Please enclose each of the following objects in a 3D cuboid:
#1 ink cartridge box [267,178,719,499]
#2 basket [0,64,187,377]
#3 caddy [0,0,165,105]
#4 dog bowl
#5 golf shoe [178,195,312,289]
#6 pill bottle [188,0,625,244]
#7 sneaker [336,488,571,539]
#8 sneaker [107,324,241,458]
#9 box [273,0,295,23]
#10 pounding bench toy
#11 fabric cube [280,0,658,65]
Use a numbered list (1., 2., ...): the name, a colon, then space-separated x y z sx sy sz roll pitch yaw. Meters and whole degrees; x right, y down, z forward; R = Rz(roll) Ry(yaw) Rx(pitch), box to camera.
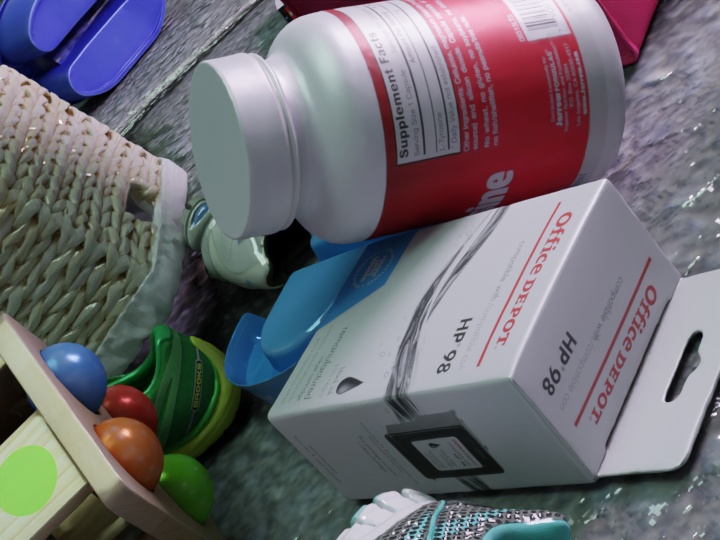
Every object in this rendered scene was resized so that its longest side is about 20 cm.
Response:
1. ink cartridge box: 0.063 0.031 0.648 0.199 0.067 0.116 -15 36 48
2. basket: -0.231 0.001 0.988 0.200 0.160 0.199 -49 21 18
3. caddy: -0.311 -0.274 1.615 0.104 0.142 0.201 1 49 53
4. dog bowl: 0.000 0.000 0.813 0.111 0.050 0.201 -19 34 46
5. golf shoe: -0.023 -0.067 0.957 0.097 0.078 0.201 28 78 46
6. pill bottle: 0.022 -0.077 0.726 0.197 0.114 0.112 -13 16 -21
7. sneaker: 0.014 0.127 0.508 0.090 0.079 0.200 -10 13 33
8. sneaker: -0.161 0.106 0.852 0.200 0.084 0.074 -43 25 2
9. box: 0.005 -0.299 1.294 0.199 0.038 0.137 -40 25 9
10. pounding bench toy: -0.137 0.147 0.699 0.156 0.124 0.200 -43 57 -2
11. fabric cube: 0.070 -0.232 0.904 0.199 0.196 0.201 -15 38 44
